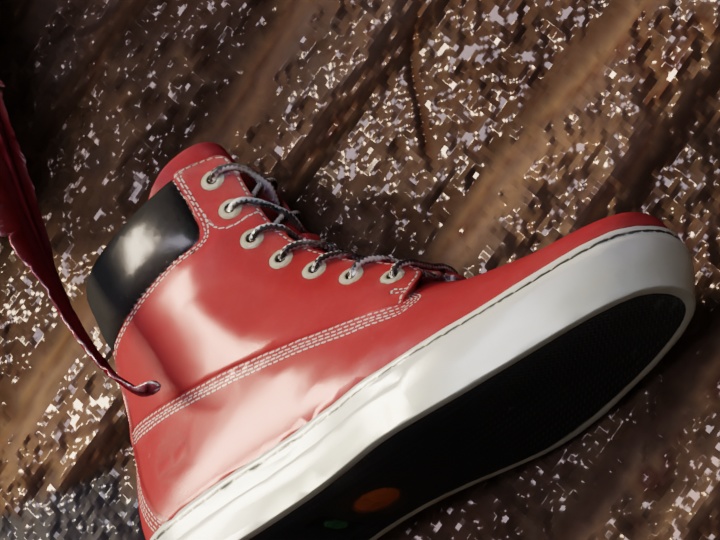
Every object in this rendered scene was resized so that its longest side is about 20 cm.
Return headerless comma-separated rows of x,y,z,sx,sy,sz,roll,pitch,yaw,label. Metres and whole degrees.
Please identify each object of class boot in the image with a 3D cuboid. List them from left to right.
0.000,0.000,0.895,0.200,0.072,0.145,-31,59,26,boot

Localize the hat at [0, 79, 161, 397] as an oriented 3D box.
-0.127,-0.038,1.003,0.200,0.176,0.166,-62,4,-37,hat
